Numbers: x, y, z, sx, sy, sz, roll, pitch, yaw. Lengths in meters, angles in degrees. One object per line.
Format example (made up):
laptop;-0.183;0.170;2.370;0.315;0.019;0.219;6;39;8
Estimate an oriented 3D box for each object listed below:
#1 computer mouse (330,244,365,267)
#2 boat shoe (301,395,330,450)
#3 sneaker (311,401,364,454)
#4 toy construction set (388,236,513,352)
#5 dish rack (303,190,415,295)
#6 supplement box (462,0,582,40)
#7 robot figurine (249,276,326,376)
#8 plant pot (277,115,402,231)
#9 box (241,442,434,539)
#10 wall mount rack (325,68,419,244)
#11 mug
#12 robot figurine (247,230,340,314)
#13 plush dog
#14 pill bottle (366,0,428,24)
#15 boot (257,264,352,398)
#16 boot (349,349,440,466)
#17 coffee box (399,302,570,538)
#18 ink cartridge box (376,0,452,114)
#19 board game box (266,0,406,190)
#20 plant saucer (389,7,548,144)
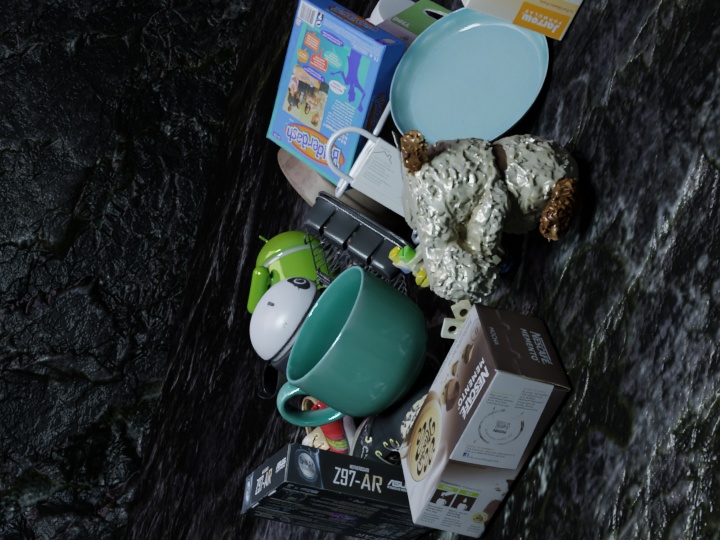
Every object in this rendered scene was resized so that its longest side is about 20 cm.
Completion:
computer mouse;-0.006;-0.036;1.714;0.200;0.052;0.139;-119;24;-64
boat shoe;-0.049;0.245;1.590;0.200;0.069;0.074;-107;36;-60
sneaker;-0.022;0.193;1.441;0.077;0.085;0.201;-42;-35;-41
toy construction set;0.105;0.000;1.274;0.131;0.092;0.200;-43;35;15
dish rack;0.000;0.000;1.473;0.055;0.153;0.200;-48;-23;-20
supplement box;0.200;-0.363;1.225;0.074;0.125;0.201;-100;30;-51
robot figurine;-0.046;0.093;1.482;0.150;0.200;0.125;-47;14;34
plant pot;0.012;-0.165;1.587;0.175;0.200;0.201;-50;26;19
box;-0.013;0.249;1.255;0.160;0.199;0.044;133;148;-58
wall mount rack;0.062;-0.136;1.394;0.174;0.199;0.075;-58;8;12
mug;-0.003;0.095;1.305;0.185;0.114;0.153;-39;25;49
robot figurine;-0.089;0.026;1.759;0.116;0.175;0.201;-46;59;42
plush dog;0.132;-0.086;1.145;0.200;0.171;0.161;-106;4;-55
pill bottle;0.027;-0.310;1.735;0.200;0.119;0.120;124;155;-47
boot;-0.061;0.092;1.596;0.077;0.138;0.201;33;119;46
boot;0.047;0.202;1.306;0.154;0.073;0.205;-119;50;-73
coffee box;0.117;0.148;1.133;0.113;0.079;0.201;-100;30;-56
ink cartridge box;0.055;-0.282;1.523;0.104;0.200;0.060;34;143;30
board game box;-0.035;-0.225;1.451;0.152;0.045;0.201;37;125;29
plant saucer;0.128;-0.220;1.334;0.199;0.027;0.201;-14;60;26
